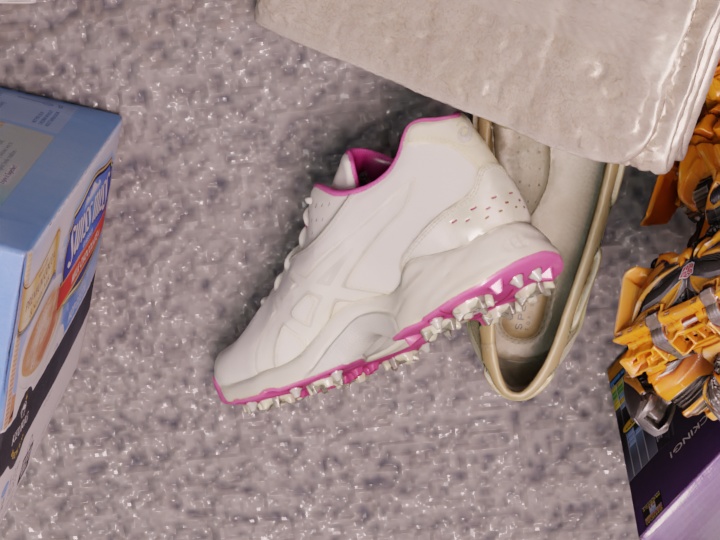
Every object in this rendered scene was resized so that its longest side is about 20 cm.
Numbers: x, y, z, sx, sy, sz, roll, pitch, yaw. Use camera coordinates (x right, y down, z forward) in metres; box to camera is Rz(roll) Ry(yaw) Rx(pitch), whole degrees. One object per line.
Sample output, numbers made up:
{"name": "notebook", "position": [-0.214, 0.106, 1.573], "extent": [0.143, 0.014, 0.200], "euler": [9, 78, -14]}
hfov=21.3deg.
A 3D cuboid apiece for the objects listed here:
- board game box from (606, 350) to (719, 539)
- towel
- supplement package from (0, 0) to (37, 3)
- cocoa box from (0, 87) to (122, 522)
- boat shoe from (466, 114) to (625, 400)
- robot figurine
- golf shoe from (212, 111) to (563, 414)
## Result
{"name": "board game box", "position": [0.190, 0.019, 0.783], "extent": [0.057, 0.165, 0.200], "euler": [38, 107, -9]}
{"name": "towel", "position": [0.059, -0.129, 0.771], "extent": [0.200, 0.034, 0.133], "euler": [25, 105, 22]}
{"name": "supplement package", "position": [-0.172, -0.214, 0.730], "extent": [0.111, 0.156, 0.200], "euler": [-1, 110, 2]}
{"name": "cocoa box", "position": [-0.186, 0.005, 0.785], "extent": [0.133, 0.200, 0.131], "euler": [13, 109, -1]}
{"name": "boat shoe", "position": [0.081, -0.044, 0.822], "extent": [0.073, 0.063, 0.201], "euler": [10, 110, 0]}
{"name": "robot figurine", "position": [0.156, -0.026, 0.740], "extent": [0.058, 0.200, 0.145], "euler": [39, 140, -18]}
{"name": "golf shoe", "position": [0.000, 0.000, 0.825], "extent": [0.200, 0.075, 0.092], "euler": [-29, 80, 42]}
